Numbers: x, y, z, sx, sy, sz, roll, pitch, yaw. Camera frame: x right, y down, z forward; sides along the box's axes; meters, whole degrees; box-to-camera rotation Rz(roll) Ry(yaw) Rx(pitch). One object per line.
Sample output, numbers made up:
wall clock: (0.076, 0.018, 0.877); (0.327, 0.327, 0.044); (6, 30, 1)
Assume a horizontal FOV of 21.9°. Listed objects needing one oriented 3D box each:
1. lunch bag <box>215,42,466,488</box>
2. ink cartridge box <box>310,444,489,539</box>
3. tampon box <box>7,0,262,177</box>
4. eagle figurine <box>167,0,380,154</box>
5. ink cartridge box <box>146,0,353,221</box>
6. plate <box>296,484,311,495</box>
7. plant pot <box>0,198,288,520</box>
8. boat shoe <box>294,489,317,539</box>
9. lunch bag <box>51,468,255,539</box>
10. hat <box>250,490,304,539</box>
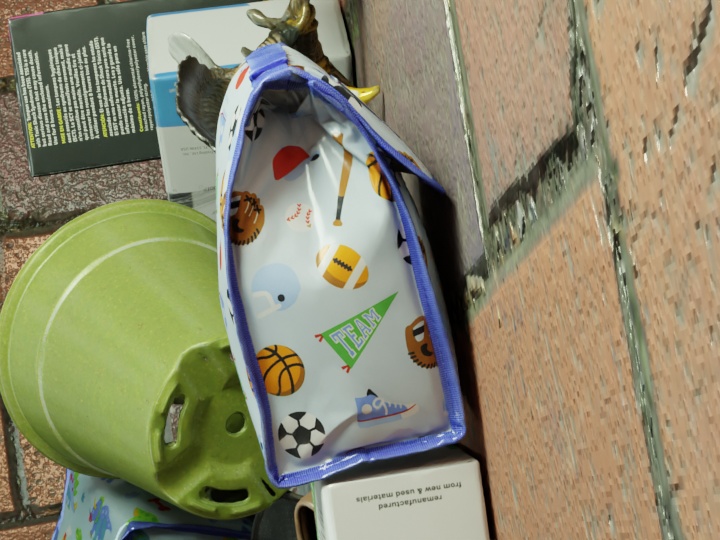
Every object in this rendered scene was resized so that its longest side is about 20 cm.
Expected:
lunch bag: (-0.018, -0.016, 0.958); (0.170, 0.123, 0.202); (-118, 12, -79)
ink cartridge box: (0.028, 0.198, 0.975); (0.145, 0.083, 0.202); (172, 90, -86)
tampon box: (-0.177, -0.153, 1.499); (0.150, 0.198, 0.127); (-156, 58, -79)
eagle figurine: (-0.055, -0.084, 1.169); (0.151, 0.151, 0.201); (-41, 28, 50)
ink cartridge box: (-0.077, -0.094, 1.389); (0.085, 0.143, 0.201); (-101, 6, -48)
plate: (-0.009, 0.092, 1.206); (0.200, 0.032, 0.202); (125, 141, -57)
plant pot: (-0.115, 0.073, 1.213); (0.190, 0.199, 0.202); (30, 131, 58)
boat shoe: (0.009, 0.215, 1.085); (0.076, 0.071, 0.201); (-30, 77, 47)
lunch bag: (-0.109, 0.206, 1.360); (0.170, 0.198, 0.129); (35, 111, 63)
hat: (-0.027, 0.241, 1.190); (0.200, 0.081, 0.202); (33, 142, 31)
